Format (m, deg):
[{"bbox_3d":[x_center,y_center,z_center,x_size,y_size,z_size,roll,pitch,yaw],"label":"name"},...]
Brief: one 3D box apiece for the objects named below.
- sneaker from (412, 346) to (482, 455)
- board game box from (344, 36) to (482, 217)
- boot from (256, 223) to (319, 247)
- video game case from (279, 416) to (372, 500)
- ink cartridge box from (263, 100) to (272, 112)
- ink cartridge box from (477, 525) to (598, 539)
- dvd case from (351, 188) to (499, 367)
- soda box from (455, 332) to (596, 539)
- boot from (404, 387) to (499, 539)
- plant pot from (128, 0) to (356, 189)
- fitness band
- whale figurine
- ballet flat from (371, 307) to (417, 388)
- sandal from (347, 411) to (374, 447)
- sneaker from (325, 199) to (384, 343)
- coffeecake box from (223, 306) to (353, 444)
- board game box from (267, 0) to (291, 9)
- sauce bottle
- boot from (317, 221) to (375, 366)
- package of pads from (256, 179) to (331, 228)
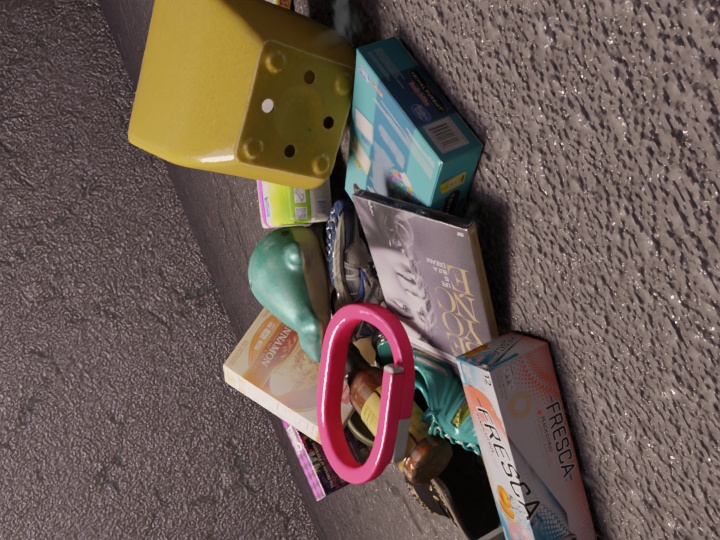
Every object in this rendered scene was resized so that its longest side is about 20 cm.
[{"bbox_3d":[0.108,0.163,0.737,0.201,0.078,0.078,54,157,36],"label":"sneaker"},{"bbox_3d":[0.043,-0.101,0.678,0.152,0.046,0.201,58,160,26],"label":"board game box"},{"bbox_3d":[-0.110,0.012,1.111,0.070,0.130,0.203,49,154,42],"label":"boot"},{"bbox_3d":[-0.039,0.245,1.104,0.036,0.179,0.203,-45,66,43],"label":"video game case"},{"bbox_3d":[-0.177,-0.292,1.112,0.101,0.039,0.201,63,160,17],"label":"ink cartridge box"},{"bbox_3d":[0.140,0.325,0.639,0.145,0.196,0.089,-4,105,72],"label":"ink cartridge box"},{"bbox_3d":[0.070,0.020,0.673,0.147,0.016,0.203,22,143,43],"label":"dvd case"},{"bbox_3d":[0.153,0.165,0.623,0.063,0.067,0.204,10,119,69],"label":"soda box"},{"bbox_3d":[0.097,0.248,0.887,0.203,0.072,0.150,63,162,1],"label":"boot"},{"bbox_3d":[-0.111,-0.186,0.720,0.199,0.191,0.199,37,114,48],"label":"plant pot"},{"bbox_3d":[0.000,0.139,0.763,0.143,0.037,0.205,20,106,51],"label":"fitness band"},{"bbox_3d":[-0.093,0.032,0.904,0.161,0.101,0.202,92,164,-44],"label":"whale figurine"},{"bbox_3d":[0.048,0.117,0.897,0.073,0.072,0.202,54,163,36],"label":"ballet flat"},{"bbox_3d":[0.001,0.193,1.095,0.204,0.079,0.057,63,147,16],"label":"sandal"},{"bbox_3d":[0.000,0.000,0.874,0.077,0.083,0.204,-107,12,-59],"label":"sneaker"},{"bbox_3d":[-0.085,0.149,1.034,0.198,0.155,0.073,30,152,8],"label":"coffeecake box"},{"bbox_3d":[-0.149,-0.348,0.938,0.200,0.029,0.097,43,128,48],"label":"board game box"},{"bbox_3d":[0.030,0.162,0.808,0.200,0.065,0.067,49,154,42],"label":"sauce bottle"},{"bbox_3d":[-0.015,0.036,0.967,0.156,0.071,0.202,104,144,-58],"label":"boot"},{"bbox_3d":[-0.099,-0.143,0.960,0.199,0.067,0.158,-175,80,-69],"label":"package of pads"}]
